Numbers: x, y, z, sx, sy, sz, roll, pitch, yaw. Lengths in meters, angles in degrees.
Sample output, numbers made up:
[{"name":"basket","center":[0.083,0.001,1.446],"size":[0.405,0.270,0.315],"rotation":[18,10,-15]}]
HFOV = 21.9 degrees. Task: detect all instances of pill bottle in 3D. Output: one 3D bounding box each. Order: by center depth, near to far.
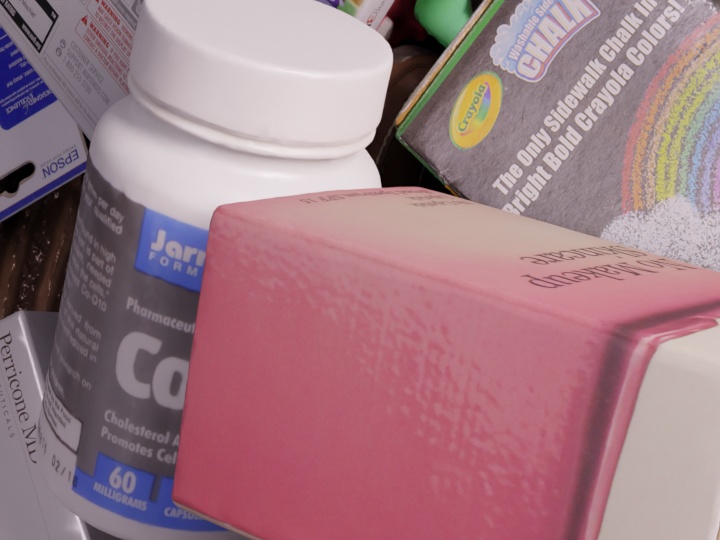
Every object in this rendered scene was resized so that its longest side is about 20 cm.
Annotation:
[{"name":"pill bottle","center":[-0.056,-0.003,0.722],"size":[0.114,0.114,0.201],"rotation":[27,118,26]}]

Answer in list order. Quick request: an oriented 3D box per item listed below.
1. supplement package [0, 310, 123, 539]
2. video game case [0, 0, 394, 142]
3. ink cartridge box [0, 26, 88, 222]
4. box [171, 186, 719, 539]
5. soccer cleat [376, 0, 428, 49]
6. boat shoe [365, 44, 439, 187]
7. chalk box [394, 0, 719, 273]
[{"name":"supplement package","center":[-0.181,0.111,0.868],"size":[0.200,0.120,0.122],"rotation":[-25,75,24]},{"name":"video game case","center":[-0.081,-0.130,0.799],"size":[0.200,0.022,0.182],"rotation":[50,127,22]},{"name":"ink cartridge box","center":[-0.190,-0.117,0.934],"size":[0.099,0.039,0.201],"rotation":[-26,74,24]},{"name":"box","center":[0.056,0.048,0.612],"size":[0.199,0.128,0.109],"rotation":[17,105,33]},{"name":"soccer cleat","center":[-0.029,-0.090,0.830],"size":[0.076,0.067,0.200],"rotation":[35,108,14]},{"name":"boat shoe","center":[0.000,0.000,0.813],"size":[0.072,0.076,0.201],"rotation":[32,110,22]},{"name":"chalk box","center":[0.108,-0.060,0.728],"size":[0.200,0.124,0.125],"rotation":[47,109,23]}]
